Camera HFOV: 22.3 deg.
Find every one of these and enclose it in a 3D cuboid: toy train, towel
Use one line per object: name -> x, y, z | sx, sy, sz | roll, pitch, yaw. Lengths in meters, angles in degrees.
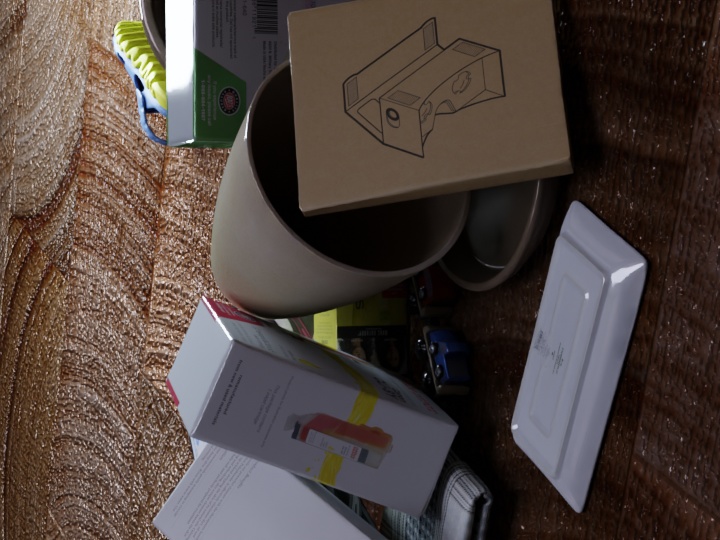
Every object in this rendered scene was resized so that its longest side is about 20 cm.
toy train -> 0.058, 0.014, 1.486 | 0.046, 0.034, 0.202 | -36, 58, 48
towel -> 0.047, 0.232, 1.480 | 0.193, 0.034, 0.202 | -135, 50, -65

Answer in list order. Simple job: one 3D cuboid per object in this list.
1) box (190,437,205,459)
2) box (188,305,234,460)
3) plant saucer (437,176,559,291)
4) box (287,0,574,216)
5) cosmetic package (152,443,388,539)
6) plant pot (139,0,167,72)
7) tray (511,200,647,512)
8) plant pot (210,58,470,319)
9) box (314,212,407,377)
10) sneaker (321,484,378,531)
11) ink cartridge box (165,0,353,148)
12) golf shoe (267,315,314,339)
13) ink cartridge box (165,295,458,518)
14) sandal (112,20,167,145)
box -> -0.094, 0.144, 1.714 | 0.102, 0.111, 0.202 | 123, 140, -49
box -> -0.126, 0.162, 1.862 | 0.161, 0.043, 0.202 | 122, 140, -49
plant saucer -> 0.098, -0.085, 1.402 | 0.200, 0.029, 0.203 | -176, 86, -64
box -> 0.048, -0.129, 1.323 | 0.021, 0.198, 0.165 | 61, -158, -64
cosmetic package -> -0.055, 0.219, 1.434 | 0.199, 0.085, 0.108 | 36, 90, 34
plant pot -> -0.108, -0.238, 1.691 | 0.175, 0.198, 0.203 | 143, 125, -81
tray -> 0.148, 0.061, 1.306 | 0.107, 0.022, 0.202 | -131, 46, -55
plant pot -> -0.040, -0.043, 1.441 | 0.200, 0.186, 0.189 | -43, 52, 55
box -> 0.000, 0.000, 1.561 | 0.050, 0.075, 0.202 | -3, 86, 62
sneaker -> -0.014, 0.246, 1.518 | 0.078, 0.077, 0.202 | -51, 41, 47
ink cartridge box -> -0.058, -0.175, 1.537 | 0.084, 0.198, 0.147 | 178, 91, -67
golf shoe -> -0.044, 0.111, 1.639 | 0.077, 0.087, 0.202 | -55, 44, 48
ink cartridge box -> -0.040, 0.106, 1.438 | 0.084, 0.198, 0.145 | -65, 18, 6
sandal -> -0.232, -0.211, 2.050 | 0.201, 0.079, 0.088 | -118, 33, -47
